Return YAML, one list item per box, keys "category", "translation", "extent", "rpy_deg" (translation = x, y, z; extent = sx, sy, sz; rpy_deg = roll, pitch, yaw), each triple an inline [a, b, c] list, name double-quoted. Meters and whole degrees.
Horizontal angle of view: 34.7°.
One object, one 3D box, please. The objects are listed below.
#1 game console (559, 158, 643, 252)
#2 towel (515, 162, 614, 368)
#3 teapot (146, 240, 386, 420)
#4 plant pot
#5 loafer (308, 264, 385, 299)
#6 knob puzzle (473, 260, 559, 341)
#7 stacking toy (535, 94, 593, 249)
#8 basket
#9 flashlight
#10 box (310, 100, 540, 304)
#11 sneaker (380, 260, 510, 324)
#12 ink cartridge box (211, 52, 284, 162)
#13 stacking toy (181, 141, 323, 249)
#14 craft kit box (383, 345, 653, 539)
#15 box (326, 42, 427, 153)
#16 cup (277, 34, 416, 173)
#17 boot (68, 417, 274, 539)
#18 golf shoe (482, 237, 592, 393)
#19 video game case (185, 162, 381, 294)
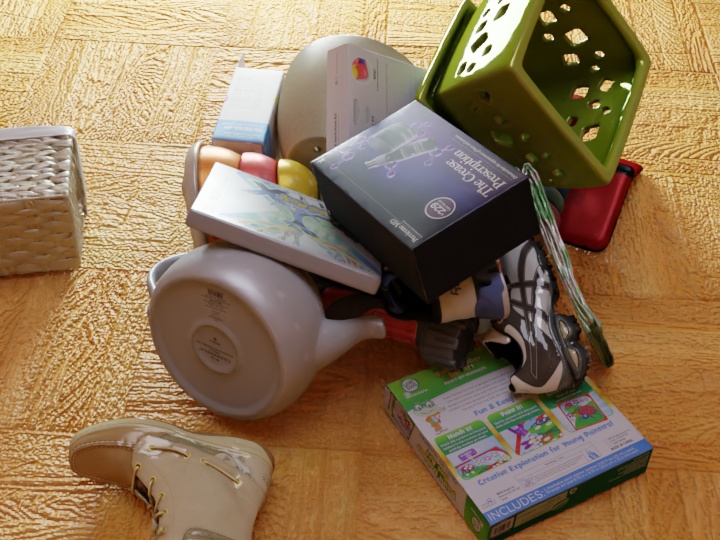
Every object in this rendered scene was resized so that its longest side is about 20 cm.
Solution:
- category: "game console"
  translation: [0.248, -0.110, 1.490]
  extent: [0.199, 0.119, 0.173]
  rpy_deg: [18, 76, 17]
- category: "towel"
  translation: [0.222, -0.004, 1.236]
  extent: [0.023, 0.153, 0.201]
  rpy_deg: [-24, 66, 9]
- category: "teapot"
  translation: [-0.113, 0.045, 1.188]
  extent: [0.200, 0.197, 0.146]
  rpy_deg: [53, 40, -6]
- category: "plant pot"
  translation: [0.187, -0.213, 1.308]
  extent: [0.181, 0.200, 0.200]
  rpy_deg: [-12, 45, 47]
- category: "loafer"
  translation: [0.000, 0.000, 1.284]
  extent: [0.199, 0.072, 0.073]
  rpy_deg: [11, 70, 31]
- category: "knob puzzle"
  translation: [0.131, 0.023, 1.314]
  extent: [0.218, 0.031, 0.220]
  rpy_deg: [-8, 39, 7]
- category: "stacking toy"
  translation: [0.231, -0.126, 1.401]
  extent: [0.085, 0.085, 0.201]
  rpy_deg: [21, 69, 20]
- category: "basket"
  translation: [-0.422, -0.074, 1.334]
  extent: [0.199, 0.136, 0.124]
  rpy_deg: [-5, 47, -9]
- category: "flashlight"
  translation: [0.022, 0.061, 1.229]
  extent: [0.199, 0.068, 0.068]
  rpy_deg: [15, 17, 29]
- category: "box"
  translation: [0.062, -0.074, 1.158]
  extent: [0.141, 0.079, 0.200]
  rpy_deg: [-34, 42, -13]
- category: "sneaker"
  translation: [0.065, -0.014, 1.196]
  extent: [0.114, 0.081, 0.200]
  rpy_deg: [-14, 42, -12]
- category: "ink cartridge box"
  translation: [-0.136, -0.179, 1.473]
  extent: [0.067, 0.116, 0.201]
  rpy_deg: [5, 43, 4]
- category: "stacking toy"
  translation: [-0.098, -0.087, 1.332]
  extent: [0.199, 0.147, 0.147]
  rpy_deg: [-7, 42, 4]
- category: "craft kit box"
  translation: [0.156, 0.160, 1.171]
  extent: [0.199, 0.049, 0.198]
  rpy_deg: [-19, 49, -22]
- category: "box"
  translation: [0.047, -0.159, 1.321]
  extent: [0.199, 0.157, 0.041]
  rpy_deg: [8, -12, -43]
- category: "cup"
  translation: [-0.021, -0.162, 1.400]
  extent: [0.199, 0.201, 0.144]
  rpy_deg: [12, 45, 11]
- category: "boot"
  translation: [-0.188, 0.220, 1.065]
  extent: [0.199, 0.073, 0.156]
  rpy_deg: [9, 40, -1]
- category: "golf shoe"
  translation: [0.165, 0.039, 1.206]
  extent: [0.094, 0.078, 0.201]
  rpy_deg: [-16, 54, -5]
- category: "video game case"
  translation: [-0.072, -0.048, 1.196]
  extent: [0.199, 0.022, 0.182]
  rpy_deg: [21, 19, -6]
